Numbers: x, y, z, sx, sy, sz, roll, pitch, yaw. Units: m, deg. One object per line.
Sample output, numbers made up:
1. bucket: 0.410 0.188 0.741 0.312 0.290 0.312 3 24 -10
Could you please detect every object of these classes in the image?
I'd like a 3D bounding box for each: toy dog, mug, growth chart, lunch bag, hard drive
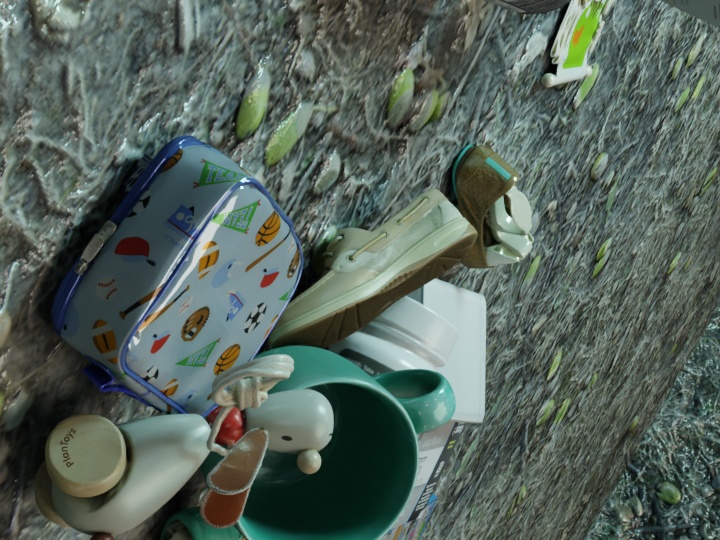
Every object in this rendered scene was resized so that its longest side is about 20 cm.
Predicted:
1. toy dog: -0.111 0.135 1.008 0.200 0.097 0.132 -17 161 3
2. mug: -0.033 0.137 1.228 0.185 0.114 0.152 9 101 -26
3. growth chart: 0.230 -0.267 1.549 0.145 0.018 0.200 -32 146 -54
4. lunch bag: -0.114 0.012 1.008 0.160 0.075 0.200 -55 160 -8
5. hard drive: 0.081 0.079 1.545 0.200 0.027 0.132 18 73 -67

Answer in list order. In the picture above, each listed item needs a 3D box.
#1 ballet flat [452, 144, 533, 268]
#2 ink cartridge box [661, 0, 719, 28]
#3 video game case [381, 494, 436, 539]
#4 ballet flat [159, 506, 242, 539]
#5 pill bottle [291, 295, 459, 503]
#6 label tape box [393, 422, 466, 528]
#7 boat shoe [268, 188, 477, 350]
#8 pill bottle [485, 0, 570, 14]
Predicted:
1. ballet flat: 0.130 -0.047 1.514 0.068 0.072 0.200 -53 159 -23
2. ink cartridge box: 0.242 -0.303 1.271 0.145 0.200 0.085 -60 164 -2
3. video game case: 0.017 0.343 1.836 0.200 0.018 0.143 -18 133 -62
4. ballet flat: -0.164 0.272 1.263 0.070 0.067 0.200 18 101 -45
5. pill bottle: 0.000 0.121 1.353 0.200 0.114 0.114 -63 160 -10
6. label tape box: 0.055 0.162 1.621 0.200 0.066 0.143 -63 160 9
7. boat shoe: 0.000 0.000 1.282 0.200 0.065 0.072 -32 163 -21
8. pill bottle: 0.096 -0.246 1.127 0.106 0.106 0.200 -65 159 11
